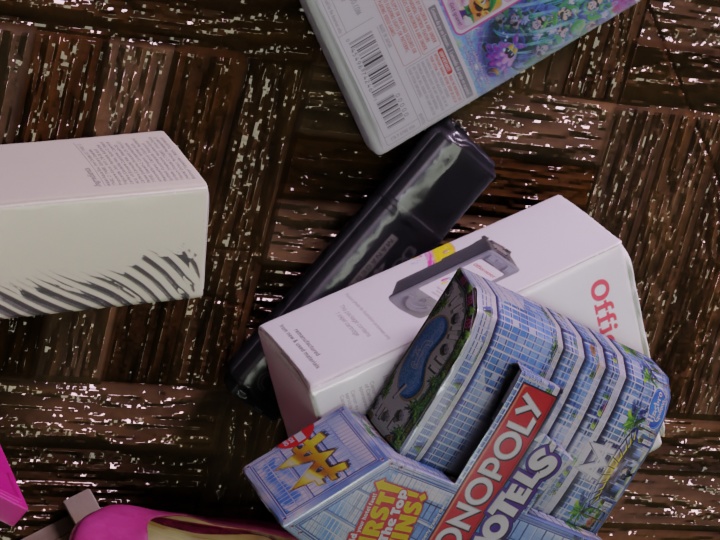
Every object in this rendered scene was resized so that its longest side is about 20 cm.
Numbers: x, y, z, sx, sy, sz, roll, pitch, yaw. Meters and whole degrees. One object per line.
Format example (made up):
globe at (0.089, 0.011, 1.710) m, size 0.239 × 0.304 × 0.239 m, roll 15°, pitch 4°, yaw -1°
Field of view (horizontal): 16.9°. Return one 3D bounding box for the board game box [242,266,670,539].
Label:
board game box at (0.049, 0.110, 1.306) m, size 0.200 × 0.062 × 0.200 m, roll 24°, pitch 103°, yaw -35°

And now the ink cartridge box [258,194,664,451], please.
ink cartridge box at (0.058, 0.067, 1.378) m, size 0.200 × 0.086 × 0.148 m, roll -24°, pitch 123°, yaw -16°

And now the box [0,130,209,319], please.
box at (-0.184, -0.021, 1.260) m, size 0.200 × 0.082 × 0.068 m, roll -6°, pitch 117°, yaw -21°

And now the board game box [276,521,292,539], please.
board game box at (0.041, 0.187, 1.496) m, size 0.134 × 0.029 × 0.200 m, roll -31°, pitch 123°, yaw -9°

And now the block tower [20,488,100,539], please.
block tower at (-0.140, 0.226, 1.416) m, size 0.058 × 0.054 × 0.200 m, roll -26°, pitch 121°, yaw -12°

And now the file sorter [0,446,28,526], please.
file sorter at (-0.298, 0.091, 1.229) m, size 0.200 × 0.139 × 0.125 m, roll 33°, pitch 101°, yaw -33°

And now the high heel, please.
high heel at (-0.084, 0.158, 1.343) m, size 0.096 × 0.200 × 0.068 m, roll -10°, pitch 81°, yaw 21°

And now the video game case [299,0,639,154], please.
video game case at (0.047, -0.188, 1.320) m, size 0.182 × 0.024 × 0.200 m, roll -31°, pitch 122°, yaw -9°

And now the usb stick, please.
usb stick at (0.000, 0.000, 1.384) m, size 0.200 × 0.033 × 0.055 m, roll -50°, pitch 130°, yaw 4°
